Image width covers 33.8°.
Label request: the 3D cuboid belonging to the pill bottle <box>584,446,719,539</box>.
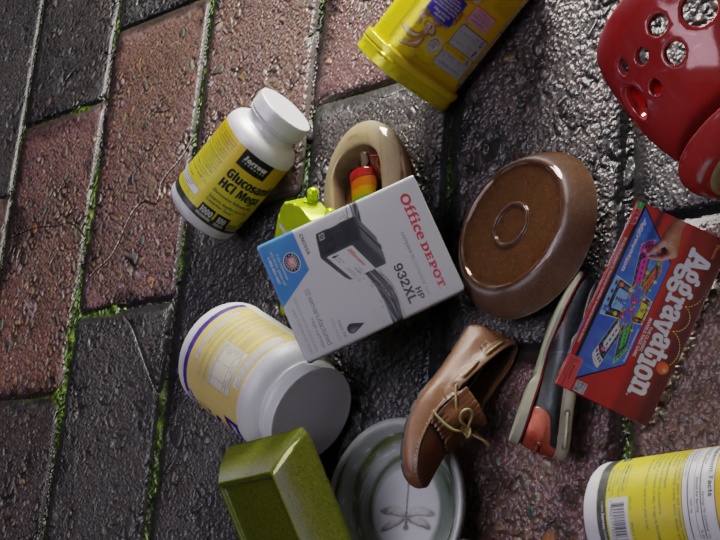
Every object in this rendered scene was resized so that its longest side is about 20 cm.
[{"bbox_3d":[0.312,0.218,1.064,0.199,0.112,0.114,-16,65,37],"label":"pill bottle"}]

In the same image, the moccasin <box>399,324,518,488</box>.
[{"bbox_3d":[0.109,0.150,1.282,0.077,0.074,0.202,14,50,34],"label":"moccasin"}]

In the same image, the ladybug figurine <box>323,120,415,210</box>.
[{"bbox_3d":[0.018,-0.087,1.480,0.135,0.072,0.202,-18,64,38],"label":"ladybug figurine"}]

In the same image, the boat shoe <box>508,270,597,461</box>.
[{"bbox_3d":[0.215,0.098,1.241,0.062,0.071,0.202,20,72,8],"label":"boat shoe"}]

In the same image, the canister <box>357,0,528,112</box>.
[{"bbox_3d":[0.110,-0.309,1.424,0.201,0.148,0.087,-51,48,14],"label":"canister"}]

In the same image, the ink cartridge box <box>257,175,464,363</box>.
[{"bbox_3d":[0.000,0.000,1.361,0.198,0.084,0.146,-24,87,-3],"label":"ink cartridge box"}]

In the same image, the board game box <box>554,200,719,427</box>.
[{"bbox_3d":[0.282,0.043,1.188,0.102,0.019,0.202,24,92,4],"label":"board game box"}]

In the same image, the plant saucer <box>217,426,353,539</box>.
[{"bbox_3d":[-0.091,0.293,1.364,0.199,0.048,0.202,-24,88,54],"label":"plant saucer"}]

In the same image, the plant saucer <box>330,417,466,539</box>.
[{"bbox_3d":[0.048,0.270,1.342,0.199,0.050,0.203,-15,66,38],"label":"plant saucer"}]

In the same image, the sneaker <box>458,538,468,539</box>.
[{"bbox_3d":[0.092,0.376,1.243,0.202,0.089,0.070,-64,18,10],"label":"sneaker"}]

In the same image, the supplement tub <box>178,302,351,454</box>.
[{"bbox_3d":[-0.119,0.138,1.475,0.199,0.145,0.147,28,95,45],"label":"supplement tub"}]

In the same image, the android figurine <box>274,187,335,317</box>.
[{"bbox_3d":[-0.062,-0.007,1.485,0.182,0.041,0.202,49,141,42],"label":"android figurine"}]

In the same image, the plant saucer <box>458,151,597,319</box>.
[{"bbox_3d":[0.176,-0.046,1.322,0.199,0.034,0.202,-31,48,40],"label":"plant saucer"}]

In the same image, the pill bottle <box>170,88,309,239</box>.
[{"bbox_3d":[-0.164,-0.149,1.640,0.200,0.112,0.113,-48,49,20],"label":"pill bottle"}]

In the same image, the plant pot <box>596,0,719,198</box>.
[{"bbox_3d":[0.353,-0.185,1.129,0.200,0.199,0.184,-40,60,25],"label":"plant pot"}]
